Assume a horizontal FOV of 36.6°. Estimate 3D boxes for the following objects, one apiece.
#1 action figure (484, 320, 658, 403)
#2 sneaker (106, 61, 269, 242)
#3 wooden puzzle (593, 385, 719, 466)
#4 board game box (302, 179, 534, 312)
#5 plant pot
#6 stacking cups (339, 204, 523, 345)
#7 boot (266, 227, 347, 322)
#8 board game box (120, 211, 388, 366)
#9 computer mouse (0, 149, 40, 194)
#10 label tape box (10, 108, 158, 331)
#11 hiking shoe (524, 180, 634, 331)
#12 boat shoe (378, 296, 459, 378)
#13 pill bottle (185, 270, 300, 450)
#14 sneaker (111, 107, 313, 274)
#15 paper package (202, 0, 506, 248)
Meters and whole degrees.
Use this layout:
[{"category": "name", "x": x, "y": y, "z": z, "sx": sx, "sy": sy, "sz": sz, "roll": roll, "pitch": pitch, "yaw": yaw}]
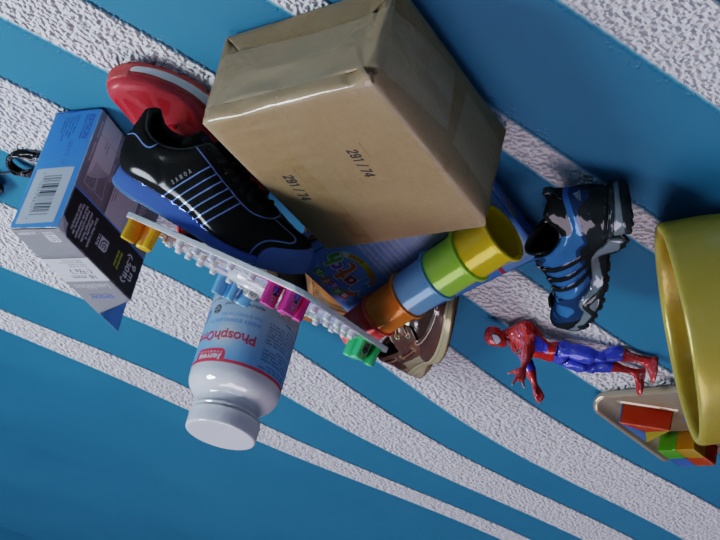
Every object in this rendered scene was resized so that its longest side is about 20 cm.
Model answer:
[{"category": "action figure", "x": 0.232, "y": 0.119, "z": 1.242, "sx": 0.199, "sy": 0.099, "sz": 0.065, "roll": 17, "pitch": 150, "yaw": 0}, {"category": "sneaker", "x": -0.163, "y": -0.099, "z": 1.017, "sx": 0.200, "sy": 0.116, "sz": 0.078, "roll": 33, "pitch": 146, "yaw": -30}, {"category": "wooden puzzle", "x": 0.415, "y": 0.196, "z": 1.339, "sx": 0.185, "sy": 0.047, "sz": 0.199, "roll": 35, "pitch": 145, "yaw": -32}, {"category": "board game box", "x": 0.056, "y": -0.023, "z": 1.062, "sx": 0.199, "sy": 0.037, "sz": 0.151, "roll": -27, "pitch": 135, "yaw": 19}, {"category": "plant pot", "x": 0.371, "y": 0.041, "z": 0.959, "sx": 0.188, "sy": 0.202, "sz": 0.201, "roll": -10, "pitch": 146, "yaw": 11}, {"category": "stacking cups", "x": 0.063, "y": 0.016, "z": 1.038, "sx": 0.060, "sy": 0.061, "sz": 0.200, "roll": 32, "pitch": 127, "yaw": -29}, {"category": "boot", "x": 0.000, "y": 0.000, "z": 1.178, "sx": 0.154, "sy": 0.074, "sz": 0.200, "roll": 18, "pitch": 147, "yaw": -26}, {"category": "board game box", "x": -0.094, "y": 0.021, "z": 0.993, "sx": 0.199, "sy": 0.026, "sz": 0.200, "roll": 23, "pitch": 172, "yaw": 28}, {"category": "computer mouse", "x": -0.407, "y": -0.097, "z": 1.215, "sx": 0.199, "sy": 0.034, "sz": 0.059, "roll": -9, "pitch": 142, "yaw": 35}, {"category": "label tape box", "x": -0.258, "y": -0.047, "z": 1.123, "sx": 0.063, "sy": 0.145, "sz": 0.200, "roll": -2, "pitch": 148, "yaw": 23}, {"category": "hiking shoe", "x": 0.197, "y": -0.016, "z": 1.042, "sx": 0.086, "sy": 0.075, "sz": 0.201, "roll": 6, "pitch": 140, "yaw": 0}, {"category": "boat shoe", "x": 0.061, "y": 0.070, "z": 1.260, "sx": 0.072, "sy": 0.073, "sz": 0.200, "roll": 16, "pitch": 157, "yaw": -5}, {"category": "pill bottle", "x": -0.135, "y": 0.099, "z": 1.261, "sx": 0.108, "sy": 0.201, "sz": 0.109, "roll": 10, "pitch": 151, "yaw": 6}, {"category": "sneaker", "x": -0.122, "y": -0.069, "z": 0.950, "sx": 0.199, "sy": 0.070, "sz": 0.078, "roll": 28, "pitch": 109, "yaw": 6}, {"category": "paper package", "x": -0.002, "y": -0.121, "z": 0.921, "sx": 0.190, "sy": 0.104, "sz": 0.200, "roll": -7, "pitch": 145, "yaw": 36}]
